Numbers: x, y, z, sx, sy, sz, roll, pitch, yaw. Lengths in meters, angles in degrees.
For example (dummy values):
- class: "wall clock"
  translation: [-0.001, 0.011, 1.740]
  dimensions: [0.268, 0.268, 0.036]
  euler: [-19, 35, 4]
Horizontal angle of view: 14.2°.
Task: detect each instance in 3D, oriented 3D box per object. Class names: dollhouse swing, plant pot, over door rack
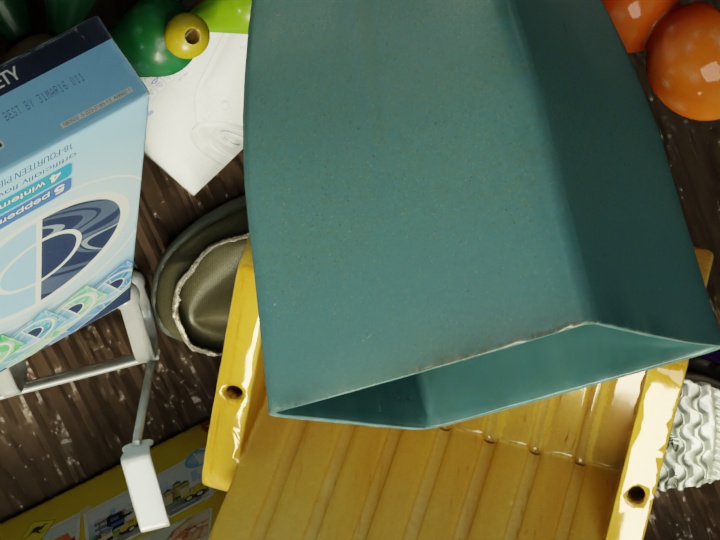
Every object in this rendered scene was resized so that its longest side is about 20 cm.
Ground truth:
- class: "dollhouse swing"
  translation: [0.029, 0.073, 1.240]
  dimensions: [0.199, 0.176, 0.182]
  euler: [15, 117, 7]
- class: "plant pot"
  translation: [0.036, -0.051, 1.154]
  dimensions: [0.141, 0.141, 0.201]
  euler: [-18, 77, 25]
- class: "over door rack"
  translation: [-0.162, 0.062, 1.287]
  dimensions: [0.147, 0.200, 0.067]
  euler: [-16, 114, 2]

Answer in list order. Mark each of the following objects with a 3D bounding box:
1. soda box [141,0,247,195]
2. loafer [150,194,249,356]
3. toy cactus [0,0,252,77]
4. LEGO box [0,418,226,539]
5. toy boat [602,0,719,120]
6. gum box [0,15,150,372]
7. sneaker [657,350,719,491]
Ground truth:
- class: "soda box"
  translation: [-0.029, -0.130, 1.282]
  dimensions: [0.200, 0.068, 0.063]
  euler: [-43, 113, 13]
- class: "loafer"
  translation: [0.000, 0.000, 1.346]
  dimensions: [0.199, 0.070, 0.075]
  euler: [-13, 116, 0]
- class: "toy cactus"
  translation: [-0.125, -0.113, 1.232]
  dimensions: [0.200, 0.102, 0.165]
  euler: [18, 103, 13]
- class: "LEGO box"
  translation: [-0.119, 0.167, 1.371]
  dimensions: [0.200, 0.149, 0.077]
  euler: [-27, 116, 8]
- class: "toy boat"
  translation: [0.121, -0.116, 1.252]
  dimensions: [0.131, 0.130, 0.200]
  euler: [39, 111, 17]
- class: "gum box"
  translation: [-0.171, -0.004, 1.174]
  dimensions: [0.170, 0.200, 0.045]
  euler: [-30, 73, -19]
- class: "sneaker"
  translation: [0.094, 0.056, 1.376]
  dimensions: [0.200, 0.100, 0.070]
  euler: [4, 117, 17]
